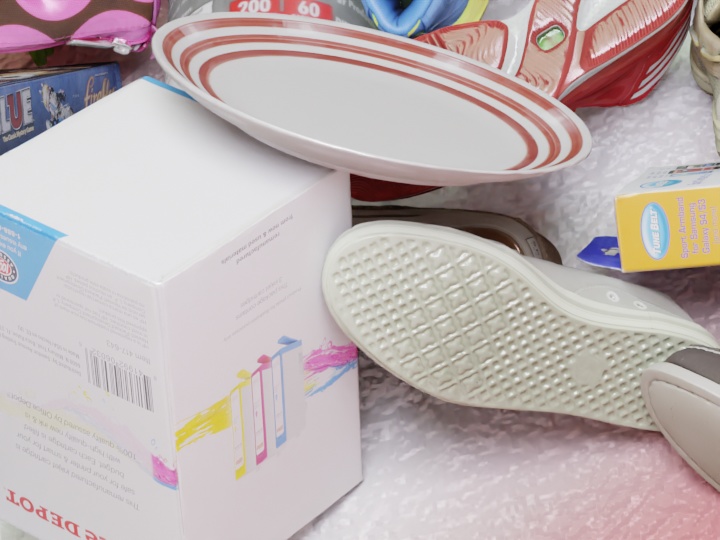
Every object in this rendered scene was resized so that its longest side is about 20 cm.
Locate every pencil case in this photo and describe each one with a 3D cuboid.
[{"bbox_3d":[-0.199,-0.143,1.516,0.199,0.091,0.094,-8,85,-8],"label":"pencil case"}]

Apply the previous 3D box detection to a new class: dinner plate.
[{"bbox_3d":[0.004,-0.072,1.316,0.199,0.024,0.200,11,20,-4],"label":"dinner plate"}]

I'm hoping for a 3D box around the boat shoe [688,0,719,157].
[{"bbox_3d":[0.190,-0.113,1.423,0.072,0.065,0.200,-7,23,9],"label":"boat shoe"}]

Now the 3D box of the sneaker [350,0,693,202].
[{"bbox_3d":[0.082,-0.082,1.451,0.199,0.116,0.079,-29,69,5],"label":"sneaker"}]

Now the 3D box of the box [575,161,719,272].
[{"bbox_3d":[0.199,-0.030,1.356,0.199,0.042,0.119,-3,7,13],"label":"box"}]

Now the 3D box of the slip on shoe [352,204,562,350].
[{"bbox_3d":[0.000,0.000,1.426,0.199,0.077,0.061,-5,7,24],"label":"slip on shoe"}]

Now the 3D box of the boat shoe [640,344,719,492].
[{"bbox_3d":[0.211,0.082,1.273,0.199,0.072,0.060,29,62,31],"label":"boat shoe"}]

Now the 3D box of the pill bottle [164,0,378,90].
[{"bbox_3d":[-0.042,-0.143,1.527,0.113,0.114,0.201,-9,47,9],"label":"pill bottle"}]

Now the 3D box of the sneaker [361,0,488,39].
[{"bbox_3d":[0.036,-0.199,1.423,0.075,0.201,0.105,5,12,14],"label":"sneaker"}]

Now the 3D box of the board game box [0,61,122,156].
[{"bbox_3d":[-0.213,-0.077,1.492,0.135,0.035,0.200,-2,7,15],"label":"board game box"}]

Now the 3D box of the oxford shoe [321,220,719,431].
[{"bbox_3d":[0.070,0.022,1.325,0.199,0.076,0.058,16,23,-23],"label":"oxford shoe"}]

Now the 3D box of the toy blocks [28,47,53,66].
[{"bbox_3d":[-0.150,-0.209,1.648,0.136,0.100,0.200,-18,45,-15],"label":"toy blocks"}]

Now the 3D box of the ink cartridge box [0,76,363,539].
[{"bbox_3d":[-0.086,0.042,1.329,0.128,0.201,0.125,23,41,33],"label":"ink cartridge box"}]
